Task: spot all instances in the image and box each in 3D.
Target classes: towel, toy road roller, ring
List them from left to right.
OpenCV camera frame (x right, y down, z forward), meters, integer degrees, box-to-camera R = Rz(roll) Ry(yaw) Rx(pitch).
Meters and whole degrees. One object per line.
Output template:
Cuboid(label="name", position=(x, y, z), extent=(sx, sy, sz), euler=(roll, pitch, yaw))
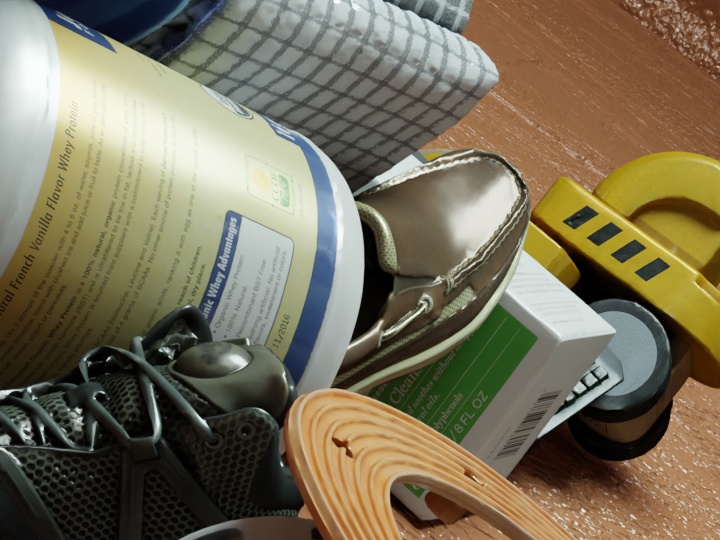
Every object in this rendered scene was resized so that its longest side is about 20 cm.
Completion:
Cuboid(label="towel", position=(-0.069, -0.070, 1.047), extent=(0.165, 0.200, 0.086), euler=(15, 48, -50))
Cuboid(label="ring", position=(0.051, 0.109, 0.723), extent=(0.200, 0.019, 0.201), euler=(41, 13, -12))
Cuboid(label="toy road roller", position=(0.115, -0.009, 1.340), extent=(0.200, 0.146, 0.123), euler=(38, -9, 16))

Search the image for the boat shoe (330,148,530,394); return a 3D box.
Cuboid(label="boat shoe", position=(0.005, 0.004, 1.036), extent=(0.075, 0.075, 0.202), euler=(38, 54, 15))

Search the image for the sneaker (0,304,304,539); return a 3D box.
Cuboid(label="sneaker", position=(-0.096, 0.050, 0.805), extent=(0.199, 0.115, 0.076), euler=(24, 18, -34))

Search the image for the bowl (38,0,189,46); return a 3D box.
Cuboid(label="bowl", position=(-0.153, -0.117, 0.889), extent=(0.200, 0.200, 0.040), euler=(18, 61, -50))

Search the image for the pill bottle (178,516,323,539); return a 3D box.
Cuboid(label="pill bottle", position=(-0.017, 0.154, 0.666), extent=(0.112, 0.112, 0.200), euler=(32, 16, -17))

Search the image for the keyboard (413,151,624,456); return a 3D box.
Cuboid(label="keyboard", position=(0.022, 0.008, 1.246), extent=(0.127, 0.021, 0.200), euler=(-34, 69, -30))

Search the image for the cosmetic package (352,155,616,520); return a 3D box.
Cuboid(label="cosmetic package", position=(0.001, 0.006, 1.165), extent=(0.200, 0.108, 0.085), euler=(40, 15, 17))

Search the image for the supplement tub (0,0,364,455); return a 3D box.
Cuboid(label="supplement tub", position=(-0.113, -0.014, 0.891), extent=(0.199, 0.145, 0.145), euler=(26, 18, -36))
